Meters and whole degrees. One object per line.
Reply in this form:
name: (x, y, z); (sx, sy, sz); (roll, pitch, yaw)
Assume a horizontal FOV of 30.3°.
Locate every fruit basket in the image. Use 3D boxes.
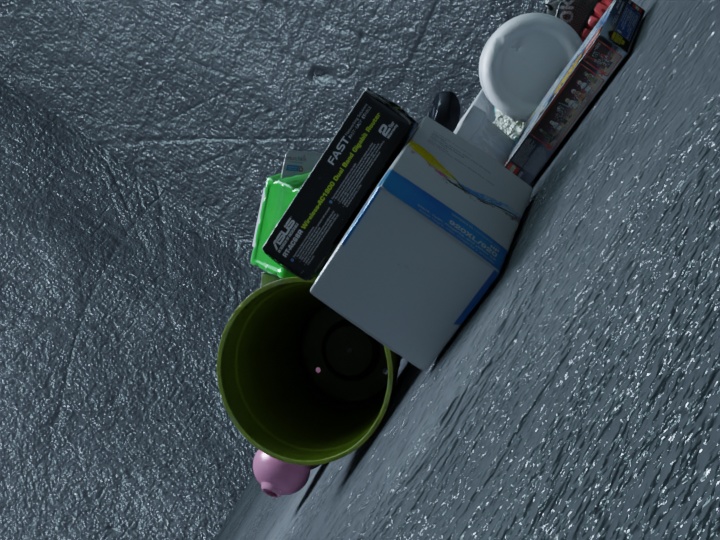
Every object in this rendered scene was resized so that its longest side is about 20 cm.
fruit basket: (-0.040, -0.051, 1.595); (0.199, 0.093, 0.188); (-6, -68, -53)

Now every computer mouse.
computer mouse: (0.080, -0.139, 1.592); (0.201, 0.034, 0.059); (117, 165, -53)

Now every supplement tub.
supplement tub: (0.214, -0.254, 1.674); (0.133, 0.131, 0.200); (-56, 1, 10)

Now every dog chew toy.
dog chew toy: (-0.083, 0.211, 1.795); (0.201, 0.124, 0.125); (-65, 6, -28)

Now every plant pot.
plant pot: (-0.037, 0.101, 1.512); (0.201, 0.200, 0.193); (-56, -10, 12)

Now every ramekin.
ramekin: (0.121, -0.085, 1.583); (0.201, 0.104, 0.200); (-57, 1, 1)

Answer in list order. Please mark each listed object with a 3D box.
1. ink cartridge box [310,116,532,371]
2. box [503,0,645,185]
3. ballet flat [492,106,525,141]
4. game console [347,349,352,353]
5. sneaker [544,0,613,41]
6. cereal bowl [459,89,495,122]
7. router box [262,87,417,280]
ink cartridge box: (0.067, -0.033, 1.357); (0.148, 0.144, 0.200); (-56, 1, 32)
box: (0.235, -0.198, 1.475); (0.201, 0.040, 0.137); (-56, 0, 36)
ballet flat: (0.224, -0.207, 1.870); (0.072, 0.071, 0.201); (-55, 7, 30)
game console: (0.000, 0.000, 1.720); (0.172, 0.118, 0.202); (-29, 48, 57)
sneaker: (0.283, -0.336, 1.863); (0.202, 0.097, 0.071); (-57, 3, 16)
cereal bowl: (0.225, -0.262, 2.583); (0.201, 0.083, 0.200); (-56, 1, 2)
router box: (-0.018, -0.093, 1.413); (0.201, 0.062, 0.150); (-57, -2, 8)
